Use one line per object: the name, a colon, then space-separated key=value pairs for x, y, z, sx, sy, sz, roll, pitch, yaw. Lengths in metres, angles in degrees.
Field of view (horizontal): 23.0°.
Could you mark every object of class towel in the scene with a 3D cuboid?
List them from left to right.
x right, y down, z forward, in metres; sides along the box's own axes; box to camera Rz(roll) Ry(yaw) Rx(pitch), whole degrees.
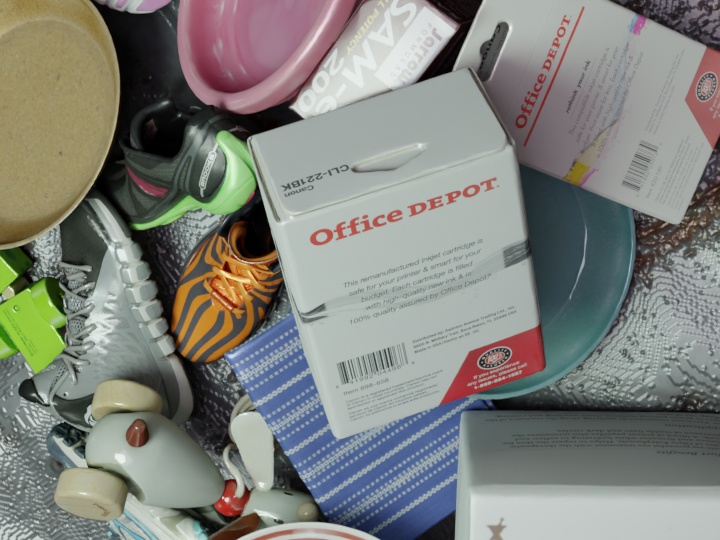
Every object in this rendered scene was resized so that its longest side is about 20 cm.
towel: x=0.013 y=0.098 z=1.236 sx=0.145 sy=0.024 sz=0.200 roll=-34 pitch=110 yaw=-9

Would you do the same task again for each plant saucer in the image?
plant saucer: x=-0.242 y=-0.111 z=1.262 sx=0.200 sy=0.035 sz=0.200 roll=-5 pitch=80 yaw=30
plant saucer: x=-0.048 y=-0.197 z=1.190 sx=0.051 sy=0.201 sz=0.201 roll=19 pitch=111 yaw=-36
plant saucer: x=0.091 y=-0.013 z=1.207 sx=0.200 sy=0.036 sz=0.200 roll=-4 pitch=103 yaw=-20

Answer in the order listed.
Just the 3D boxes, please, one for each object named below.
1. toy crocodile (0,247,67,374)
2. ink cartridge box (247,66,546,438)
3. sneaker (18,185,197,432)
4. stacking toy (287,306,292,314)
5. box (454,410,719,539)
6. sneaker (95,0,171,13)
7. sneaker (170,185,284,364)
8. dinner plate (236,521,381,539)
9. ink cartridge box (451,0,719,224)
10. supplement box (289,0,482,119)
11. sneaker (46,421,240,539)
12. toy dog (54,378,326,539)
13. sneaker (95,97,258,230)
toy crocodile: x=-0.270 y=0.004 z=1.334 sx=0.068 sy=0.062 sz=0.200 roll=-35 pitch=95 yaw=18
ink cartridge box: x=0.025 y=-0.008 z=1.073 sx=0.144 sy=0.084 sz=0.200 roll=-18 pitch=137 yaw=-5
sneaker: x=-0.203 y=0.043 z=1.275 sx=0.115 sy=0.075 sz=0.200 roll=-28 pitch=105 yaw=-23
stacking toy: x=0.000 y=0.000 z=1.250 sx=0.085 sy=0.085 sz=0.200 roll=24 pitch=102 yaw=9
box: x=0.163 y=0.210 z=1.178 sx=0.199 sy=0.171 sz=0.200 roll=1 pitch=102 yaw=1
sneaker: x=-0.204 y=-0.265 z=1.250 sx=0.200 sy=0.088 sz=0.080 roll=38 pitch=110 yaw=-9
sneaker: x=-0.085 y=-0.008 z=1.249 sx=0.078 sy=0.112 sz=0.200 roll=34 pitch=108 yaw=2
dinner plate: x=-0.037 y=0.266 z=1.216 sx=0.200 sy=0.024 sz=0.200 roll=-1 pitch=101 yaw=-4
ink cartridge box: x=0.136 y=-0.118 z=1.135 sx=0.200 sy=0.067 sz=0.117 roll=20 pitch=97 yaw=-28
supplement box: x=0.031 y=-0.141 z=1.148 sx=0.061 sy=0.200 sz=0.109 roll=38 pitch=107 yaw=3
sneaker: x=-0.165 y=0.193 z=1.331 sx=0.200 sy=0.078 sz=0.086 roll=38 pitch=111 yaw=5
toy dog: x=-0.110 y=0.137 z=1.232 sx=0.200 sy=0.096 sz=0.132 roll=2 pitch=72 yaw=-25
sneaker: x=-0.131 y=-0.081 z=1.230 sx=0.200 sy=0.077 sz=0.084 roll=-9 pitch=123 yaw=54
